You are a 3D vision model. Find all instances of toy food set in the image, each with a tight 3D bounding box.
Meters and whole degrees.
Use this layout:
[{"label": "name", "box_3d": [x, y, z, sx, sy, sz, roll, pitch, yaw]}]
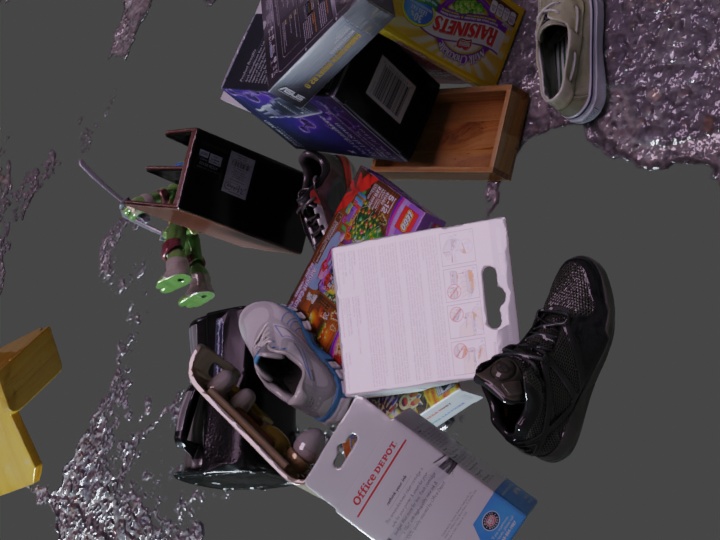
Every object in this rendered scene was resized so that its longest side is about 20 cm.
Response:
[{"label": "toy food set", "box_3d": [-0.090, 0.163, 1.376, 0.060, 0.144, 0.200, -46, 70, -4]}]

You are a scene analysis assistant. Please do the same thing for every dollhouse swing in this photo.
[{"label": "dollhouse swing", "box_3d": [-0.542, 0.225, 2.031, 0.199, 0.177, 0.182, -24, 17, 41]}]

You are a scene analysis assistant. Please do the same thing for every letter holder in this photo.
[{"label": "letter holder", "box_3d": [-0.178, -0.098, 1.620, 0.141, 0.199, 0.102, 5, 78, 49]}]

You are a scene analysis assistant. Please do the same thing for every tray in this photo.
[{"label": "tray", "box_3d": [0.099, -0.154, 1.458, 0.199, 0.037, 0.100, 6, 79, 48]}]

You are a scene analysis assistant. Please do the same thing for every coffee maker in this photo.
[{"label": "coffee maker", "box_3d": [-0.122, 0.153, 1.535, 0.189, 0.135, 0.203, -2, 71, 11]}]

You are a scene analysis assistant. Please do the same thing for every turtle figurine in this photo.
[{"label": "turtle figurine", "box_3d": [-0.277, -0.047, 1.761, 0.144, 0.197, 0.196, 109, 152, -59]}]

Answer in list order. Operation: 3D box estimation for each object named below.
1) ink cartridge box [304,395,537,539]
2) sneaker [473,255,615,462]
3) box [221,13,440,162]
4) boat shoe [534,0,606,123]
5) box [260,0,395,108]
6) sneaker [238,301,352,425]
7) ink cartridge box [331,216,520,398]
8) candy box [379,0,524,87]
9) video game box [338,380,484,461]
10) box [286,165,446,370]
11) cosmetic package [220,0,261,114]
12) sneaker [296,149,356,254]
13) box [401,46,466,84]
[{"label": "ink cartridge box", "box_3d": [0.058, 0.218, 1.258, 0.199, 0.068, 0.117, 35, 103, 13]}, {"label": "sneaker", "box_3d": [0.176, 0.075, 1.224, 0.076, 0.114, 0.202, 14, 84, 47]}, {"label": "box", "box_3d": [-0.035, -0.211, 1.472, 0.199, 0.148, 0.105, 11, 72, 45]}, {"label": "boat shoe", "box_3d": [0.215, -0.251, 1.344, 0.072, 0.062, 0.202, -29, 54, 38]}, {"label": "box", "box_3d": [-0.041, -0.298, 1.363, 0.158, 0.048, 0.202, -39, 44, 34]}, {"label": "sneaker", "box_3d": [-0.090, 0.089, 1.404, 0.200, 0.086, 0.076, 41, 107, 45]}, {"label": "ink cartridge box", "box_3d": [0.071, 0.040, 1.329, 0.197, 0.050, 0.165, -9, 80, 21]}, {"label": "candy box", "box_3d": [0.095, -0.273, 1.383, 0.026, 0.199, 0.103, 26, 95, 46]}, {"label": "video game box", "box_3d": [0.038, 0.091, 1.424, 0.182, 0.046, 0.202, -40, 49, 34]}, {"label": "box", "box_3d": [0.000, 0.000, 1.438, 0.137, 0.039, 0.202, 38, 104, 47]}, {"label": "cosmetic package", "box_3d": [-0.093, -0.270, 1.707, 0.199, 0.051, 0.153, 29, 99, 50]}, {"label": "sneaker", "box_3d": [-0.048, -0.057, 1.549, 0.077, 0.081, 0.202, -32, 53, 36]}, {"label": "box", "box_3d": [0.049, -0.283, 1.517, 0.199, 0.095, 0.101, 10, 82, 49]}]
